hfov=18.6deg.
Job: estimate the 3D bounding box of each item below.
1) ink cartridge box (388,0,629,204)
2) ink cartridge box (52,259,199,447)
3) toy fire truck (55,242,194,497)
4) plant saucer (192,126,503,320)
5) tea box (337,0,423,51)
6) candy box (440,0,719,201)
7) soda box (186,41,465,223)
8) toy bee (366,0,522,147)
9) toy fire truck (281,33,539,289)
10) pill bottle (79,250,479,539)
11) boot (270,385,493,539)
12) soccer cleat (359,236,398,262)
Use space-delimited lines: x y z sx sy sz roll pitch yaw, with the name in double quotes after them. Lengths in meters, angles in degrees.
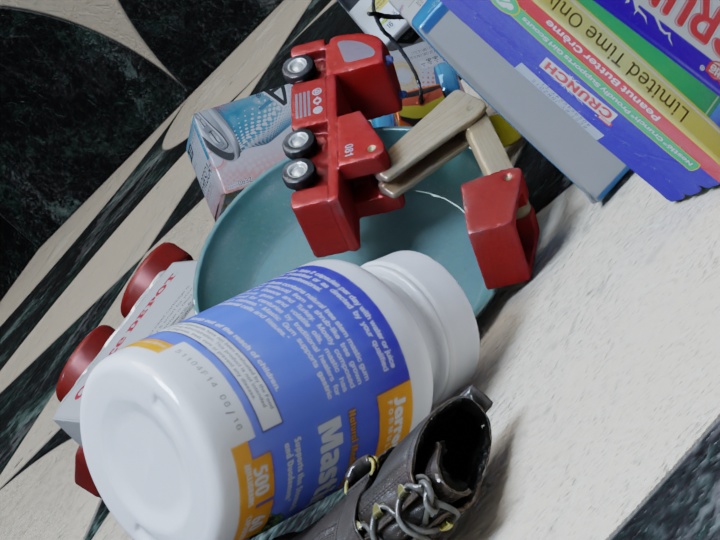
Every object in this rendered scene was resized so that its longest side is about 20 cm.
0.120 -0.155 1.278 0.147 0.145 0.200 -47 11 6 "ink cartridge box"
-0.094 0.069 1.426 0.145 0.084 0.200 -53 23 -21 "ink cartridge box"
-0.141 0.091 1.622 0.200 0.112 0.168 -54 -12 -28 "toy fire truck"
0.000 0.000 1.289 0.198 0.036 0.201 -12 46 13 "plant saucer"
0.049 -0.330 1.940 0.200 0.197 0.133 -43 -13 21 "tea box"
0.160 -0.165 1.095 0.200 0.169 0.077 -53 8 -17 "candy box"
-0.022 -0.101 1.586 0.199 0.069 0.064 -19 -16 -17 "soda box"
0.035 -0.087 1.460 0.130 0.200 0.109 -22 61 18 "toy bee"
0.027 -0.069 1.280 0.140 0.049 0.201 -13 45 11 "toy fire truck"
-0.034 0.061 1.116 0.199 0.113 0.112 -25 -6 -38 "pill bottle"
-0.018 0.143 1.003 0.174 0.069 0.200 -42 10 32 "boot"
0.020 -0.016 1.410 0.078 0.069 0.200 -45 8 -3 "soccer cleat"
